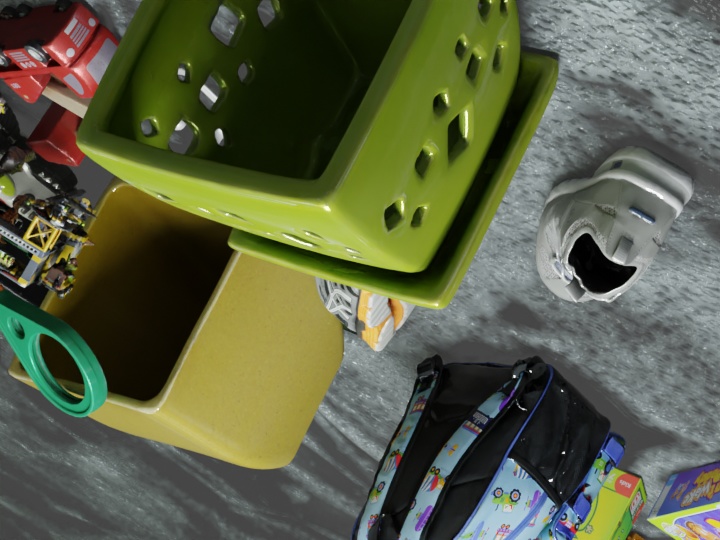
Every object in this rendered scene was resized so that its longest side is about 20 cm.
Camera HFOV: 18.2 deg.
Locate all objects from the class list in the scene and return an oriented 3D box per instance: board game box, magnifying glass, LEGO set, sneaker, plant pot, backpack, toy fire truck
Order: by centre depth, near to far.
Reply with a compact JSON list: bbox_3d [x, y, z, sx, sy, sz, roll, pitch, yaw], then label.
[{"bbox_3d":[-0.011,-0.097,1.317,0.199,0.200,0.181,15,163,37],"label":"plant pot"},{"bbox_3d":[0.145,-0.015,1.440,0.075,0.082,0.200,31,161,2],"label":"sneaker"},{"bbox_3d":[0.000,0.000,1.706,0.077,0.078,0.200,37,161,11],"label":"sneaker"},{"bbox_3d":[-0.227,-0.142,1.728,0.141,0.049,0.200,43,158,-29],"label":"toy fire truck"},{"bbox_3d":[0.327,0.202,1.753,0.134,0.045,0.200,34,160,-8],"label":"board game box"},{"bbox_3d":[-0.272,0.037,1.766,0.200,0.022,0.080,42,142,15],"label":"magnifying glass"},{"bbox_3d":[-0.286,-0.080,1.787,0.200,0.116,0.154,34,-169,8],"label":"LEGO set"},{"bbox_3d":[0.094,0.179,1.809,0.135,0.200,0.183,41,158,-25],"label":"backpack"},{"bbox_3d":[-0.128,0.061,1.867,0.194,0.196,0.200,11,158,44],"label":"plant pot"},{"bbox_3d":[0.150,0.248,1.891,0.102,0.200,0.048,22,158,23],"label":"board game box"},{"bbox_3d":[-0.331,-0.110,1.929,0.085,0.077,0.200,22,158,47],"label":"sneaker"}]

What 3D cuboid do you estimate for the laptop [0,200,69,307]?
[{"bbox_3d":[-0.310,-0.009,2.061,0.116,0.200,0.187,-33,125,32],"label":"laptop"}]

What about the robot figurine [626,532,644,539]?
[{"bbox_3d":[0.195,0.253,2.051,0.200,0.058,0.145,26,160,16],"label":"robot figurine"}]

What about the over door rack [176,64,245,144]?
[{"bbox_3d":[-0.057,-0.085,1.591,0.148,0.067,0.200,42,158,-30],"label":"over door rack"}]

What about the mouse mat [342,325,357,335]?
[{"bbox_3d":[-0.086,-0.013,1.897,0.200,0.008,0.161,23,159,19],"label":"mouse mat"}]
